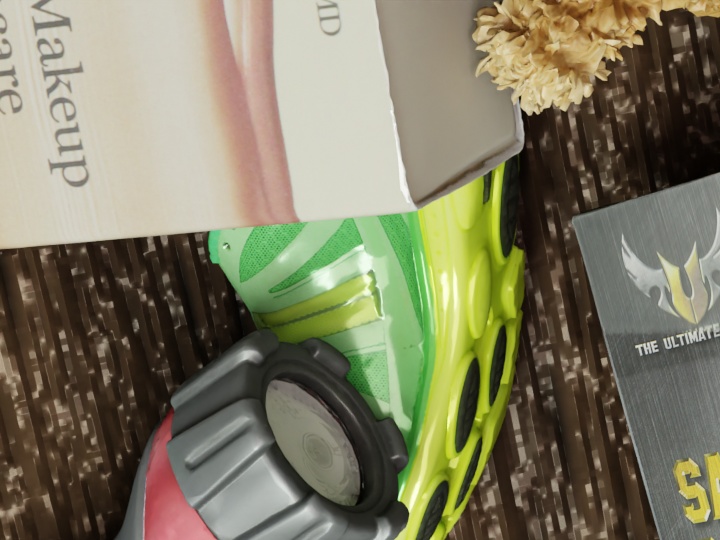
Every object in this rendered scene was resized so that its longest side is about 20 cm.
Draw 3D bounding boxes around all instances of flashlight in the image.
[{"bbox_3d":[-0.077,0.093,0.799,0.200,0.068,0.068,-35,97,29],"label":"flashlight"}]

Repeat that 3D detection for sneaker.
[{"bbox_3d":[0.000,0.000,0.814,0.083,0.074,0.201,9,109,20],"label":"sneaker"}]

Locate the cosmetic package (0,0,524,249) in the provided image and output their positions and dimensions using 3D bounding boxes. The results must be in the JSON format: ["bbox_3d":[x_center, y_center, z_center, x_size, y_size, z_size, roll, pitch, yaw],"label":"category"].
[{"bbox_3d":[-0.070,-0.062,0.735,0.199,0.087,0.104,-6,101,23],"label":"cosmetic package"}]

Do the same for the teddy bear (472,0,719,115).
[{"bbox_3d":[0.084,-0.092,0.673,0.145,0.200,0.067,-36,60,1],"label":"teddy bear"}]

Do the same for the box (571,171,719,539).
[{"bbox_3d":[0.159,0.037,0.745,0.048,0.199,0.159,-15,89,-44],"label":"box"}]
